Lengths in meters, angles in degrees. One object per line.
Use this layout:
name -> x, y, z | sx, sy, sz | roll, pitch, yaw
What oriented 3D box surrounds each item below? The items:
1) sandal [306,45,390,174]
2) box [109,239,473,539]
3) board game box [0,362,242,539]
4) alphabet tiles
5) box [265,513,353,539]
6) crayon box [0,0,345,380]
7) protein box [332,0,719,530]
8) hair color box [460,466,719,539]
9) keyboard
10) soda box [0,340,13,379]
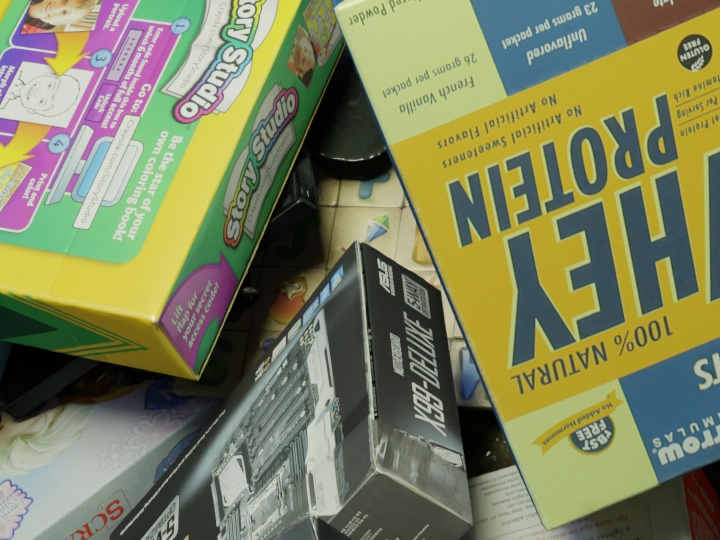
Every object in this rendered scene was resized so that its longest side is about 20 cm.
sandal -> 0.015, -0.144, 0.925 | 0.075, 0.048, 0.202 | 9, 67, 9
box -> -0.037, 0.108, 0.778 | 0.200, 0.050, 0.158 | -50, 22, 25
board game box -> -0.156, 0.066, 0.956 | 0.200, 0.041, 0.199 | -37, 41, -22
alphabet tiles -> 0.000, 0.000, 0.894 | 0.165, 0.006, 0.201 | 2, 66, 17
box -> -0.047, 0.220, 0.636 | 0.199, 0.104, 0.183 | -33, 46, 17
crayon box -> -0.119, -0.061, 0.859 | 0.172, 0.058, 0.201 | 10, 62, 23
protein box -> 0.085, -0.042, 0.733 | 0.134, 0.201, 0.199 | -22, 12, 3
hair color box -> 0.090, 0.169, 0.717 | 0.110, 0.064, 0.201 | -18, 47, 20
keyboard -> -0.094, 0.014, 0.898 | 0.200, 0.040, 0.104 | -34, 36, 22
soda box -> -0.218, 0.050, 0.897 | 0.064, 0.068, 0.201 | -10, 48, 24
